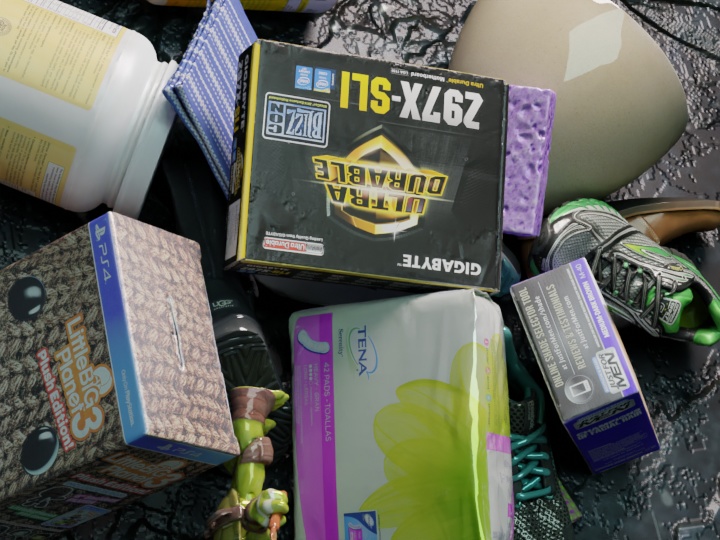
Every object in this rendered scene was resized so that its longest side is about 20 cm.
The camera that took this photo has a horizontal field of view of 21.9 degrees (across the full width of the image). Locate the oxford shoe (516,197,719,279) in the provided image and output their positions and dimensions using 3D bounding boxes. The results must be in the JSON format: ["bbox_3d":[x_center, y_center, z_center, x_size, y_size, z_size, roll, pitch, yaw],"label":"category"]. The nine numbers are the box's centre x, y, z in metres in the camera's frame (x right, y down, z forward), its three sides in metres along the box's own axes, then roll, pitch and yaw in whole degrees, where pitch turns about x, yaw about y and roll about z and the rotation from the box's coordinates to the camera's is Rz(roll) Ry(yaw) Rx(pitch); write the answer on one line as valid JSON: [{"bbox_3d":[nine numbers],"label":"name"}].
[{"bbox_3d":[0.219,-0.024,1.548,0.199,0.071,0.072,-11,95,-21],"label":"oxford shoe"}]

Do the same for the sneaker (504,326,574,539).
[{"bbox_3d":[0.108,0.128,1.377,0.077,0.091,0.201,-16,70,-23],"label":"sneaker"}]

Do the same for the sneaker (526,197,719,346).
[{"bbox_3d":[0.216,0.003,1.468,0.199,0.078,0.085,19,15,-33],"label":"sneaker"}]

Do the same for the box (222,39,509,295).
[{"bbox_3d":[0.006,-0.070,1.333,0.199,0.049,0.161,8,78,-20],"label":"box"}]

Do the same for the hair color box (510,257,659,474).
[{"bbox_3d":[0.171,0.076,1.393,0.065,0.200,0.110,-23,70,7],"label":"hair color box"}]

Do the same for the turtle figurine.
[{"bbox_3d":[-0.076,0.173,1.277,0.064,0.200,0.162,-4,61,-3],"label":"turtle figurine"}]

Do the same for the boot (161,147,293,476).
[{"bbox_3d":[-0.104,0.029,1.395,0.065,0.165,0.200,-11,45,-10],"label":"boot"}]

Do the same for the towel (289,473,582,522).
[{"bbox_3d":[0.055,0.176,1.411,0.199,0.023,0.144,-25,73,-27],"label":"towel"}]

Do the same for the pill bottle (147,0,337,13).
[{"bbox_3d":[-0.116,-0.270,1.530,0.199,0.109,0.110,0,64,-17],"label":"pill bottle"}]

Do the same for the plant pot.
[{"bbox_3d":[0.142,-0.123,1.496,0.200,0.200,0.135,39,69,4],"label":"plant pot"}]

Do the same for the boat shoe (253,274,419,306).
[{"bbox_3d":[0.000,0.000,1.451,0.200,0.091,0.071,22,99,26],"label":"boat shoe"}]

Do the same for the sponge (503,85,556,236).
[{"bbox_3d":[0.045,-0.094,1.422,0.199,0.030,0.112,9,90,14],"label":"sponge"}]

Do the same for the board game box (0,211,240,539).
[{"bbox_3d":[-0.200,0.079,1.269,0.097,0.199,0.160,21,50,-53],"label":"board game box"}]

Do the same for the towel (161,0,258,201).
[{"bbox_3d":[-0.095,-0.120,1.422,0.145,0.024,0.200,63,20,-24],"label":"towel"}]

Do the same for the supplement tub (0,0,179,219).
[{"bbox_3d":[-0.240,-0.130,1.400,0.199,0.145,0.146,22,60,-6],"label":"supplement tub"}]

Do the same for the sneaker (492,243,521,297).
[{"bbox_3d":[0.053,-0.059,1.501,0.200,0.078,0.091,37,49,-4],"label":"sneaker"}]

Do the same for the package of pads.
[{"bbox_3d":[0.031,0.118,1.327,0.154,0.068,0.201,-8,76,21],"label":"package of pads"}]
